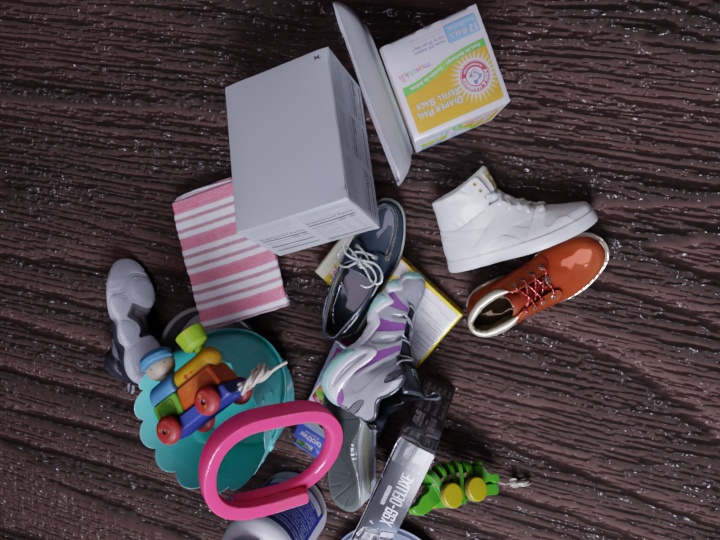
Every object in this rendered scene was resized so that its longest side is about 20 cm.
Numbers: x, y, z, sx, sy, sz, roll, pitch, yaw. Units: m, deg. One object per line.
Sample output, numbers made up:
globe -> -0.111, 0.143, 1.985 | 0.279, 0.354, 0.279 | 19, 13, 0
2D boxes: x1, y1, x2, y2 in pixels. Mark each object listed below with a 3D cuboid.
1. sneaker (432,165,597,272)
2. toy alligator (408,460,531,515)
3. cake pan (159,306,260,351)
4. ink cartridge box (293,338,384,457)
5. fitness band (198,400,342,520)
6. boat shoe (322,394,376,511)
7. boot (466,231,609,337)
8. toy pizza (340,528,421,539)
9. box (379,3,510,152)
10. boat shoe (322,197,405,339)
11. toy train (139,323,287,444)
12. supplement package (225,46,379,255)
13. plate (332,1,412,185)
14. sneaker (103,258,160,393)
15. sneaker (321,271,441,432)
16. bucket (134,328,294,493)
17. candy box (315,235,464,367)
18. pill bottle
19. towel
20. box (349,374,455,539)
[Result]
sneaker -> 0.185, -0.079, 0.827 | 0.196, 0.074, 0.118 | -17, 99, 21
toy alligator -> 0.145, 0.279, 0.883 | 0.059, 0.195, 0.056 | -34, 64, 59
cake pan -> -0.222, 0.151, 1.024 | 0.195, 0.037, 0.206 | 4, 102, 17
ink cartridge box -> -0.021, 0.211, 0.972 | 0.118, 0.042, 0.203 | 28, 110, 11
fitness band -> -0.111, 0.238, 0.840 | 0.037, 0.196, 0.147 | 31, 118, 51
boat shoe -> -0.007, 0.227, 0.923 | 0.073, 0.064, 0.208 | 0, 95, 36
boot -> 0.219, 0.023, 0.820 | 0.198, 0.107, 0.076 | -32, 89, 19
toy pizza -> 0.046, 0.476, 1.007 | 0.195, 0.032, 0.206 | 4, 103, 17
box -> 0.094, -0.208, 0.754 | 0.110, 0.200, 0.104 | -21, 95, 9
boat shoe -> 0.000, 0.000, 0.881 | 0.074, 0.062, 0.203 | 32, 105, 13
toy train -> -0.182, 0.114, 0.803 | 0.199, 0.084, 0.117 | -37, 76, 20
supplement package -> -0.075, -0.145, 0.841 | 0.152, 0.111, 0.205 | -14, 71, 19
plate -> 0.023, -0.204, 0.794 | 0.032, 0.200, 0.204 | -20, 94, 4
sneaker -> -0.369, 0.091, 1.038 | 0.113, 0.074, 0.205 | -35, 65, 46
sneaker -> 0.055, 0.111, 0.835 | 0.139, 0.078, 0.202 | 32, 84, 34
bucket -> -0.195, 0.188, 0.931 | 0.202, 0.135, 0.213 | 3, 102, 16
candy box -> 0.039, 0.029, 0.921 | 0.199, 0.026, 0.103 | 43, 111, 6
pill bottle -> -0.134, 0.393, 0.958 | 0.117, 0.200, 0.123 | 3, 102, 16
towel -> -0.189, -0.028, 0.967 | 0.143, 0.030, 0.205 | -15, 88, 15
box -> 0.061, 0.248, 0.865 | 0.049, 0.200, 0.161 | 25, 108, 9
